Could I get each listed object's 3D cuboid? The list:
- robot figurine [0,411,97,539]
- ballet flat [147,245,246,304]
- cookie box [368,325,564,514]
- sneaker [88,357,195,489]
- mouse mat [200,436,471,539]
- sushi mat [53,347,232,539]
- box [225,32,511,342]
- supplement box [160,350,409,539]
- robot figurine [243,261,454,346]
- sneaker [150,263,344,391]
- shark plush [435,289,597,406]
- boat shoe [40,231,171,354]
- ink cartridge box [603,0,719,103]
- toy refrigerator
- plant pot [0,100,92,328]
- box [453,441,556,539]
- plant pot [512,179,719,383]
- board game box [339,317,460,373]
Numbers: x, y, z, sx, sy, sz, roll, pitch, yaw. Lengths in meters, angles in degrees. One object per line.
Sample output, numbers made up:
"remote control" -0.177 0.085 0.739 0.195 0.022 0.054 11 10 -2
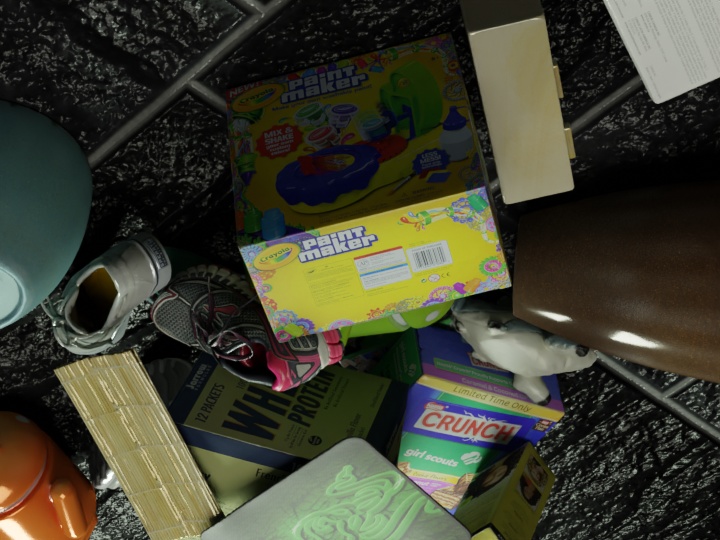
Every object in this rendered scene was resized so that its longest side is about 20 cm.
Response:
"robot figurine" -0.337 0.217 1.840 0.117 0.144 0.200 -32 134 1
"ballet flat" -0.133 0.032 1.717 0.200 0.074 0.074 20 130 -23
"cookie box" 0.074 0.154 1.826 0.171 0.075 0.200 17 131 -27
"sneaker" -0.197 0.149 1.837 0.082 0.075 0.200 7 145 -33
"mouse mat" -0.023 0.236 1.636 0.200 0.008 0.161 -36 115 26
"sushi mat" -0.192 0.158 1.645 0.096 0.012 0.200 -12 114 36
"box" 0.004 -0.070 1.532 0.200 0.193 0.122 -14 136 5
"supplement box" -0.074 0.196 1.720 0.200 0.134 0.200 14 127 10
"robot figurine" 0.000 0.000 1.641 0.200 0.175 0.116 -8 104 22
"sneaker" -0.110 0.049 1.587 0.200 0.075 0.081 11 127 41
"shark plush" 0.131 0.054 1.766 0.200 0.083 0.091 16 133 1
"boat shoe" -0.244 0.036 1.645 0.086 0.075 0.202 -29 178 -37
"ink cartridge box" 0.302 -0.237 1.513 0.200 0.050 0.161 -25 135 11
"toy refrigerator" 0.133 -0.155 1.548 0.070 0.076 0.200 -12 137 4
"plant pot" -0.327 -0.027 1.567 0.200 0.135 0.200 -4 137 -4
"box" 0.126 0.232 1.730 0.075 0.200 0.050 -36 96 22
"plant pot" 0.241 0.002 1.681 0.200 0.187 0.187 5 138 9
"board game box" 0.072 0.114 1.861 0.135 0.029 0.200 -20 136 10
